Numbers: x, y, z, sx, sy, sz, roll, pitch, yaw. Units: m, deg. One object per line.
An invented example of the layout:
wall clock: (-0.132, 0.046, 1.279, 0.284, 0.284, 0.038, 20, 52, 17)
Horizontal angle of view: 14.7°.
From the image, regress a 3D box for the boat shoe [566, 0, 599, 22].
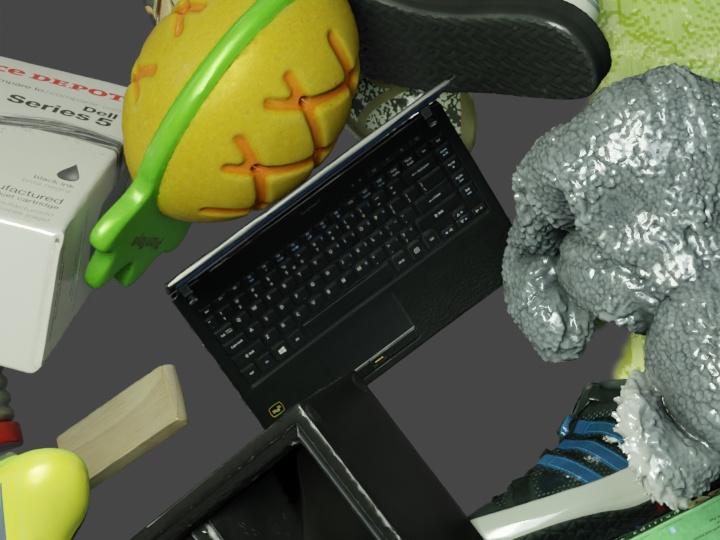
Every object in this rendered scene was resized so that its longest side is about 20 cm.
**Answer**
boat shoe: (0.063, -0.212, 1.541, 0.201, 0.070, 0.072, 40, 87, 10)

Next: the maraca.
maraca: (-0.073, -0.072, 1.415, 0.107, 0.137, 0.200, 39, 100, 15)

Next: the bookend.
bookend: (-0.029, 0.193, 1.436, 0.200, 0.092, 0.199, -38, 86, 20)

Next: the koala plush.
koala plush: (0.175, 0.018, 1.412, 0.177, 0.184, 0.200, -18, 60, -3)

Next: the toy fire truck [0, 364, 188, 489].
toy fire truck: (-0.203, 0.066, 1.487, 0.200, 0.129, 0.176, -10, 79, -11)

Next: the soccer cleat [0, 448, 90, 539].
soccer cleat: (-0.189, 0.171, 1.418, 0.065, 0.200, 0.084, 16, 37, -31)

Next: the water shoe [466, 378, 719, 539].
water shoe: (0.130, 0.104, 1.495, 0.200, 0.072, 0.079, -21, 58, -5)

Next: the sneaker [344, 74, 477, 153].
sneaker: (-0.002, -0.144, 1.522, 0.077, 0.089, 0.200, -30, 81, -3)

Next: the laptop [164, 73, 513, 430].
laptop: (0.000, 0.000, 1.436, 0.177, 0.200, 0.103, -36, 37, -4)

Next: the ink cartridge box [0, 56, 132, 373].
ink cartridge box: (-0.202, -0.040, 1.451, 0.145, 0.200, 0.084, 14, 115, 4)

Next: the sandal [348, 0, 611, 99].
sandal: (0.047, -0.129, 1.444, 0.200, 0.075, 0.048, 13, 54, 33)

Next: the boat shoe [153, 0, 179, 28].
boat shoe: (-0.081, -0.140, 1.496, 0.076, 0.074, 0.200, 8, 112, 10)

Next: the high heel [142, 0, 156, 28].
high heel: (-0.152, -0.230, 1.573, 0.142, 0.071, 0.200, 1, 99, 32)

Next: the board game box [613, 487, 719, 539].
board game box: (0.139, 0.198, 1.472, 0.200, 0.023, 0.105, -26, 90, 4)
